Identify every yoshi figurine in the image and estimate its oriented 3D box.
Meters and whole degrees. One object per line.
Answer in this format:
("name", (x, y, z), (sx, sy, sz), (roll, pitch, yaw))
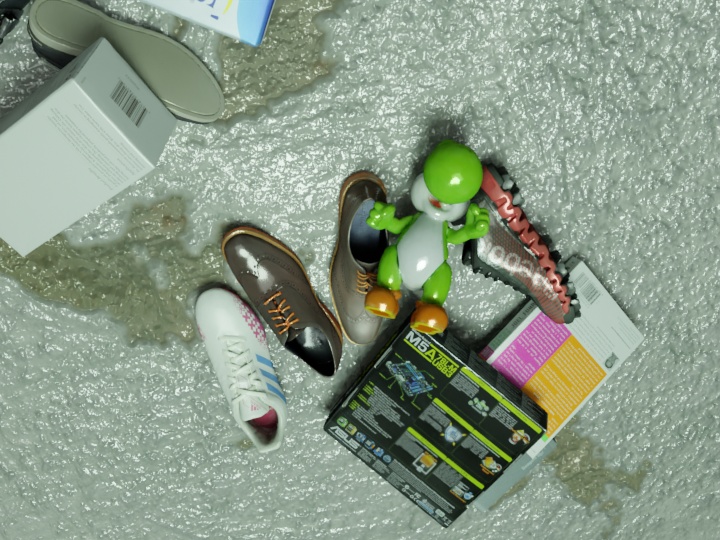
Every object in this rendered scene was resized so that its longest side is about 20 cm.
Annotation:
("yoshi figurine", (0.072, -0.046, 0.788), (0.111, 0.111, 0.205), (27, 76, -38))

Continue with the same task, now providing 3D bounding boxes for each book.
("book", (0.229, 0.104, 0.930), (0.200, 0.048, 0.134), (-44, 107, 1))

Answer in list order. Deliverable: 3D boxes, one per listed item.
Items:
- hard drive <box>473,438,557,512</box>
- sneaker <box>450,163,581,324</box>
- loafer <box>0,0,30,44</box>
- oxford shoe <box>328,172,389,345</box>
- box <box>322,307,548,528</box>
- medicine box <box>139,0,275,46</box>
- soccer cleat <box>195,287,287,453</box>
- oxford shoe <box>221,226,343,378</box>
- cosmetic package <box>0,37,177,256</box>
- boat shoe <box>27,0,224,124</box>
("hard drive", (0.138, 0.205, 0.988), (0.199, 0.033, 0.140), (41, 103, -21))
("sneaker", (0.168, -0.014, 0.868), (0.097, 0.071, 0.202), (-34, 100, 14))
("loafer", (-0.370, -0.209, 0.725), (0.197, 0.072, 0.064), (-28, 96, 14))
("oxford shoe", (0.000, 0.000, 0.861), (0.069, 0.073, 0.205), (-4, 114, -5))
("box", (0.084, 0.176, 0.907), (0.198, 0.048, 0.194), (37, 114, -1))
("medicine box", (-0.152, -0.328, 0.686), (0.195, 0.103, 0.186), (18, 110, -13))
("soccer cleat", (-0.131, 0.117, 0.889), (0.068, 0.087, 0.204), (-21, 114, 3))
("oxford shoe", (-0.082, 0.036, 0.867), (0.071, 0.073, 0.201), (-37, 112, 11))
("cosmetic package", (-0.286, -0.112, 0.737), (0.197, 0.086, 0.108), (-24, 125, 25))
("boat shoe", (-0.230, -0.198, 0.769), (0.196, 0.074, 0.062), (24, 152, -22))
